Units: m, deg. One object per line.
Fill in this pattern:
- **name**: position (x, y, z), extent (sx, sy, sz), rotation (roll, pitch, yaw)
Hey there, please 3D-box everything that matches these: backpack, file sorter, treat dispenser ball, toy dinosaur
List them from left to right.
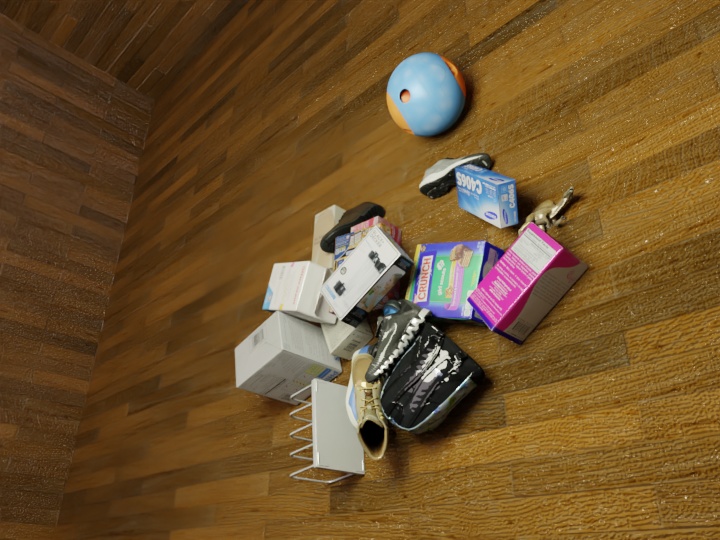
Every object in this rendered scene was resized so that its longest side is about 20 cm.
- **file sorter**: position (-0.087, 0.381, 1.395), extent (0.124, 0.138, 0.201), rotation (-33, 48, 38)
- **treat dispenser ball**: position (0.164, -0.440, 1.493), extent (0.200, 0.200, 0.202), rotation (-26, 52, 38)
- **backpack**: position (0.134, 0.239, 1.211), extent (0.200, 0.154, 0.163), rotation (-46, 59, -9)
- **toy dinosaur**: position (0.360, -0.101, 1.218), extent (0.199, 0.058, 0.102), rotation (-24, 37, 45)

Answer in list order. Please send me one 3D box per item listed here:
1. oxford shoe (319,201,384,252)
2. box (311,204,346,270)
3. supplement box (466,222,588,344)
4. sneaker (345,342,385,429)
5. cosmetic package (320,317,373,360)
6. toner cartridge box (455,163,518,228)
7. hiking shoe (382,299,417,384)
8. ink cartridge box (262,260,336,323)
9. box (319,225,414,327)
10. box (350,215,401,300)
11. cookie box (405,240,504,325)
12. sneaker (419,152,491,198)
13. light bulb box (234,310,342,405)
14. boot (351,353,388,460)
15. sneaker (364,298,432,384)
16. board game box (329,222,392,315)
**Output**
- **oxford shoe**: position (-0.033, -0.118, 1.615), extent (0.199, 0.073, 0.084), rotation (-34, 37, -15)
- **box**: position (-0.079, -0.072, 1.675), extent (0.095, 0.077, 0.202), rotation (-24, 53, 39)
- **supplement box**: position (0.319, 0.026, 1.143), extent (0.200, 0.101, 0.104), rotation (-51, 39, 16)
- **sneaker**: position (0.028, 0.262, 1.370), extent (0.111, 0.076, 0.201), rotation (-35, 40, 45)
- **cosmetic package**: position (-0.049, 0.119, 1.541), extent (0.104, 0.073, 0.201), rotation (-46, 41, 24)
- **toner cartridge box**: position (0.267, -0.164, 1.275), extent (0.200, 0.043, 0.096), rotation (-132, 28, -65)
- **hiking shoe**: position (0.078, 0.165, 1.304), extent (0.074, 0.086, 0.202), rotation (-14, 87, 46)
- **ink cartridge box**: position (-0.137, 0.058, 1.512), extent (0.199, 0.125, 0.130), rotation (-1, 71, 52)
- **box**: position (0.012, 0.013, 1.321), extent (0.200, 0.060, 0.117), rotation (-47, 48, 11)
- **box**: position (0.034, -0.020, 1.501), extent (0.102, 0.094, 0.202), rotation (-19, 57, 40)
- **cookie box**: position (0.199, 0.028, 1.301), extent (0.199, 0.075, 0.173), rotation (-1, 71, 50)
- **sneaker**: position (0.223, -0.245, 1.426), extent (0.199, 0.074, 0.080), rotation (-17, 53, 44)
- **light bulb box**: position (-0.189, 0.232, 1.540), extent (0.198, 0.199, 0.126), rotation (-39, 43, 28)
- **boot**: position (0.019, 0.284, 1.259), extent (0.072, 0.155, 0.202), rotation (-7, 91, 3)
- **sneaker**: position (0.061, 0.143, 1.251), extent (0.090, 0.067, 0.200), rotation (36, 81, 16)
- **board game box**: position (0.000, 0.000, 1.416), extent (0.151, 0.046, 0.202), rotation (-15, 60, 39)
